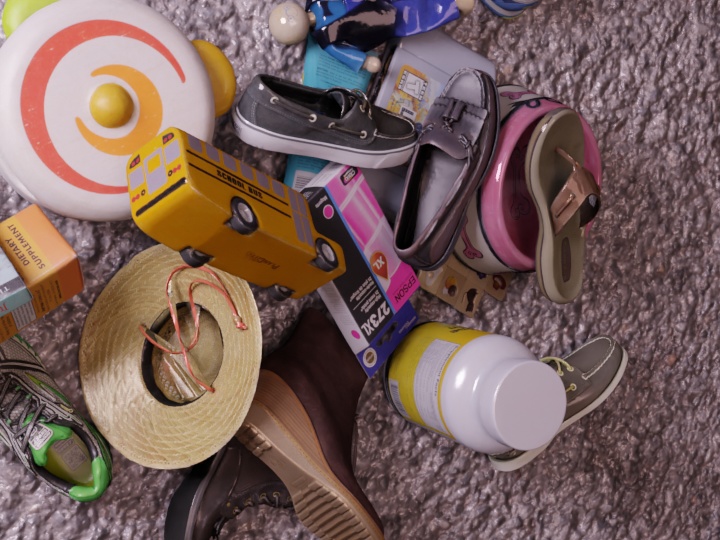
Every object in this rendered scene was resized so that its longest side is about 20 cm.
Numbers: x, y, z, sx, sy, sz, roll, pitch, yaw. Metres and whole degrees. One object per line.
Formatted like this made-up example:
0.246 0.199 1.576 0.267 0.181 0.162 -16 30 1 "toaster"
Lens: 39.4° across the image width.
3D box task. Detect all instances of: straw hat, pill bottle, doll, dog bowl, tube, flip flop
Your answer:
-0.152 0.076 0.918 0.085 0.199 0.203 8 89 -68 "straw hat"
0.110 0.114 0.982 0.111 0.200 0.113 -2 94 -25 "pill bottle"
0.004 -0.261 0.980 0.198 0.048 0.138 -19 83 -13 "doll"
0.172 -0.089 1.040 0.199 0.073 0.202 -10 107 -38 "dog bowl"
-0.037 -0.135 0.987 0.077 0.050 0.202 18 81 -29 "tube"
0.207 -0.061 0.989 0.081 0.057 0.202 -18 111 -37 "flip flop"

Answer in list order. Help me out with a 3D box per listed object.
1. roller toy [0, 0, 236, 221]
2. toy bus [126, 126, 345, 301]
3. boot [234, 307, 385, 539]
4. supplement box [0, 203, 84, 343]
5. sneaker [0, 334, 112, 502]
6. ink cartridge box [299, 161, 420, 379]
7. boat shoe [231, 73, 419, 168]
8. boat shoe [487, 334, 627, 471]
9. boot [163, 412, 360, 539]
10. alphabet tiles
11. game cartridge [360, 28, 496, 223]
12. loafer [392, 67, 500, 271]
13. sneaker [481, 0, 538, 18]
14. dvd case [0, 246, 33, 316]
-0.219 -0.132 0.848 0.199 0.139 0.184 22 84 -25 "roller toy"
-0.097 -0.039 0.829 0.199 0.065 0.079 25 41 -50 "toy bus"
-0.020 0.150 0.950 0.200 0.072 0.167 50 42 -13 "boot"
-0.324 0.033 0.805 0.199 0.069 0.067 -38 76 -22 "supplement box"
-0.283 0.119 0.862 0.200 0.085 0.078 46 75 -16 "sneaker"
0.000 0.000 0.971 0.095 0.037 0.201 -47 122 -33 "ink cartridge box"
-0.021 -0.139 0.923 0.198 0.069 0.057 1 135 -34 "boat shoe"
0.210 0.133 1.101 0.201 0.072 0.061 -39 112 -14 "boat shoe"
-0.086 0.216 0.966 0.173 0.069 0.202 21 79 -24 "boot"
0.126 -0.059 1.060 0.166 0.006 0.202 30 80 -41 "alphabet tiles"
0.064 -0.146 1.038 0.132 0.041 0.202 22 83 -20 "game cartridge"
0.080 -0.099 0.954 0.063 0.071 0.202 13 94 -62 "loafer"
0.116 -0.338 1.025 0.199 0.082 0.074 29 83 -22 "sneaker"
-0.360 -0.011 0.778 0.145 0.200 0.022 -29 147 -20 "dvd case"
